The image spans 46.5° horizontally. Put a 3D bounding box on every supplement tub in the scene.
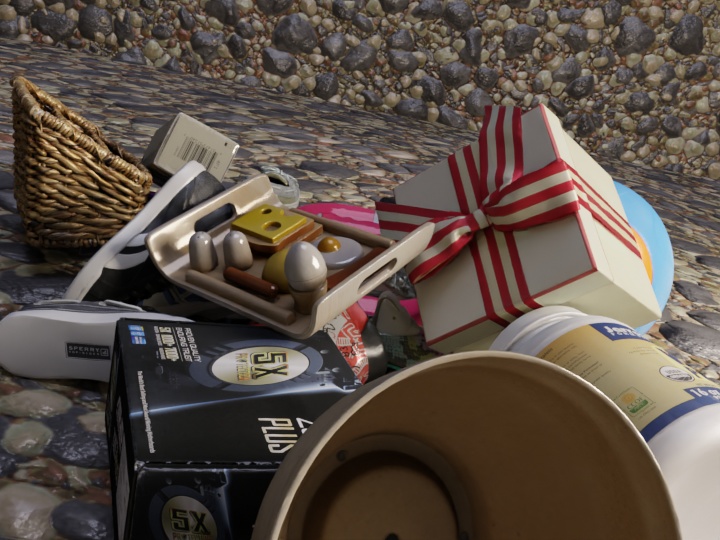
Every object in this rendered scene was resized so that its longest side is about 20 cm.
[{"bbox_3d":[0.182,0.119,0.601,0.143,0.146,0.200,3,20,-24],"label":"supplement tub"}]

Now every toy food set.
[{"bbox_3d":[-0.060,-0.027,0.686,0.199,0.061,0.143,21,41,35],"label":"toy food set"}]

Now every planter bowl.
[{"bbox_3d":[0.033,0.142,0.406,0.199,0.202,0.135,5,-9,-19],"label":"planter bowl"}]

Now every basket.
[{"bbox_3d":[-0.305,-0.125,0.928,0.142,0.150,0.200,-2,21,-26],"label":"basket"}]

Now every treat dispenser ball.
[{"bbox_3d":[0.238,-0.004,0.923,0.199,0.203,0.201,10,18,-3],"label":"treat dispenser ball"}]

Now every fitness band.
[{"bbox_3d":[0.000,0.000,0.869,0.198,0.144,0.038,13,46,0],"label":"fitness band"}]

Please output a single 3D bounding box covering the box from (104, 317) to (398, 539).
[{"bbox_3d":[-0.078,0.112,0.553,0.162,0.087,0.200,6,18,-20],"label":"box"}]

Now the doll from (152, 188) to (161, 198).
[{"bbox_3d":[-0.175,-0.060,0.947,0.136,0.049,0.199,21,1,-45],"label":"doll"}]

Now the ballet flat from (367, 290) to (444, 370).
[{"bbox_3d":[-0.005,0.049,0.817,0.198,0.072,0.069,14,10,4],"label":"ballet flat"}]

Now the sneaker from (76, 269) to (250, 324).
[{"bbox_3d":[-0.179,0.005,0.834,0.198,0.078,0.076,2,21,-24],"label":"sneaker"}]

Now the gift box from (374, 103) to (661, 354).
[{"bbox_3d":[0.134,-0.029,0.759,0.186,0.184,0.201,24,42,-49],"label":"gift box"}]

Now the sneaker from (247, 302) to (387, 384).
[{"bbox_3d":[-0.069,0.028,0.744,0.107,0.067,0.202,-17,58,-33],"label":"sneaker"}]

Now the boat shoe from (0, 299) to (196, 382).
[{"bbox_3d":[-0.191,0.059,0.684,0.198,0.072,0.068,4,19,1],"label":"boat shoe"}]

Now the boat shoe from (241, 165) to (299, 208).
[{"bbox_3d":[-0.138,-0.126,1.283,0.074,0.065,0.202,16,18,12],"label":"boat shoe"}]

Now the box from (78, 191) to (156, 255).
[{"bbox_3d":[-0.270,-0.059,1.041,0.142,0.036,0.200,6,20,-18],"label":"box"}]

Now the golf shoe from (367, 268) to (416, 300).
[{"bbox_3d":[-0.011,-0.004,0.977,0.199,0.097,0.079,27,45,-38],"label":"golf shoe"}]

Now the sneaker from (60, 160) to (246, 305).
[{"bbox_3d":[-0.172,0.004,0.756,0.112,0.200,0.073,39,-17,-2],"label":"sneaker"}]

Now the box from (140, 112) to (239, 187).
[{"bbox_3d":[-0.215,-0.135,1.022,0.082,0.069,0.200,28,-7,-18],"label":"box"}]

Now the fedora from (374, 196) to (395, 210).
[{"bbox_3d":[0.079,-0.046,1.127,0.199,0.092,0.201,11,17,-3],"label":"fedora"}]
